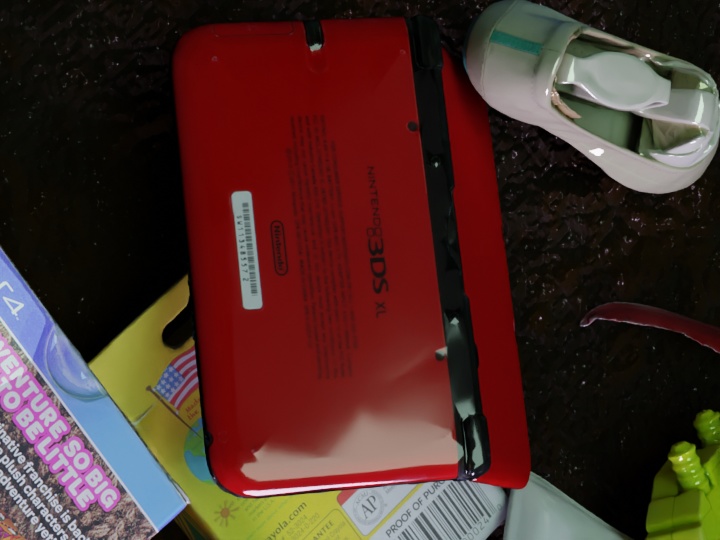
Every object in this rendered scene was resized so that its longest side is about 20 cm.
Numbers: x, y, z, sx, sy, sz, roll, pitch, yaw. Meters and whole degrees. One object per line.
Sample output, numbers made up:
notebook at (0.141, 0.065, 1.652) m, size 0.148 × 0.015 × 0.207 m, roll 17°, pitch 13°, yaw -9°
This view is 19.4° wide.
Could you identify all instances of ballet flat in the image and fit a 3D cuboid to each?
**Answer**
ballet flat at (0.129, -0.078, 0.994) m, size 0.200 × 0.069 × 0.070 m, roll 13°, pitch 88°, yaw -47°

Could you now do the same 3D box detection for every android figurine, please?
android figurine at (0.197, 0.170, 1.056) m, size 0.182 × 0.041 × 0.201 m, roll -30°, pitch 102°, yaw -60°

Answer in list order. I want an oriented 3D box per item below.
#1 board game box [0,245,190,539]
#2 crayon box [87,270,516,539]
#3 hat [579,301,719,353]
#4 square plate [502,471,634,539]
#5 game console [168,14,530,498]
board game box at (-0.200, 0.091, 0.837) m, size 0.200 × 0.097 × 0.160 m, roll -41°, pitch 112°, yaw -20°
crayon box at (-0.031, 0.075, 0.956) m, size 0.127 × 0.051 × 0.200 m, roll -42°, pitch 113°, yaw -20°
hat at (0.248, 0.024, 1.126) m, size 0.166 × 0.176 × 0.200 m, roll -61°, pitch 156°, yaw -11°
square plate at (0.126, 0.220, 1.010) m, size 0.198 × 0.028 × 0.201 m, roll 33°, pitch 58°, yaw -41°
game console at (0.000, 0.000, 0.929) m, size 0.171 × 0.119 × 0.201 m, roll -4°, pitch 79°, yaw -14°
